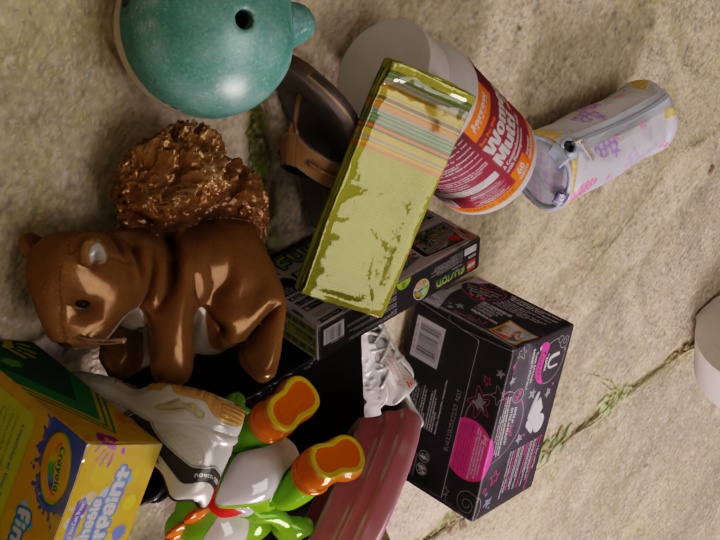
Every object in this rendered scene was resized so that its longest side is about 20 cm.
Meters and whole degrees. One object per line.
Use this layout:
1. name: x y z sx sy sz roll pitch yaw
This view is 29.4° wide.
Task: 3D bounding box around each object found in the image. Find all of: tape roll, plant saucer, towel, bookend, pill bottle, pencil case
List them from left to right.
1. bookend: -0.097 0.150 1.210 0.198 0.092 0.201 -31 135 -31
2. plant saucer: -0.012 0.203 1.157 0.201 0.050 0.202 -155 -90 -88
3. towel: 0.020 -0.063 1.103 0.085 0.018 0.201 18 101 -23
4. pill bottle: 0.069 -0.133 1.202 0.110 0.109 0.200 -59 144 -2
5. pencil case: 0.244 -0.134 1.426 0.199 0.083 0.091 -27 154 -38
6. tape roll: 0.548 0.109 1.843 0.202 0.202 0.071 -38 138 -27

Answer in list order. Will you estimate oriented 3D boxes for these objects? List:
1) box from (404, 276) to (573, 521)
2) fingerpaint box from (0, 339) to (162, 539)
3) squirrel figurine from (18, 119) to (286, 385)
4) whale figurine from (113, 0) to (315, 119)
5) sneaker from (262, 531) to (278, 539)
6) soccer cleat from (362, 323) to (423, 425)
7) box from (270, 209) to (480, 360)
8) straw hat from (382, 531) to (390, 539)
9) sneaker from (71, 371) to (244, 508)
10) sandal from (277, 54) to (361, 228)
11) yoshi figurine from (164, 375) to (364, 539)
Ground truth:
1. box: 0.118 0.128 1.412 0.114 0.132 0.202 -16 125 -47
2. fingerpaint box: -0.247 0.174 0.989 0.073 0.166 0.202 8 106 -51
3. squirrel figurine: -0.157 -0.015 1.025 0.186 0.141 0.202 14 88 -42
4. whale figurine: -0.090 -0.206 0.965 0.158 0.104 0.201 26 82 -29
5. sneaker: -0.105 0.269 1.239 0.200 0.081 0.071 67 25 -72
6. soccer cleat: 0.012 0.083 1.297 0.069 0.085 0.201 -41 139 -23
7. box: 0.000 0.000 1.209 0.199 0.110 0.035 -28 133 -35
8. straw hat: -0.016 0.279 1.387 0.200 0.200 0.086 -15 84 -43
9. sneaker: -0.173 0.128 1.017 0.075 0.199 0.088 26 72 -40
10. sandal: -0.040 -0.089 1.135 0.055 0.081 0.201 -44 148 -29
11. yoshi figurine: -0.077 0.162 1.068 0.111 0.113 0.200 24 134 -26
